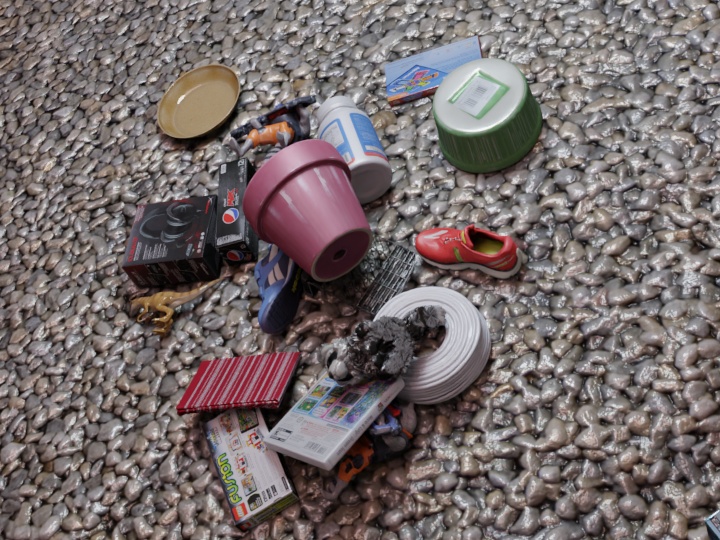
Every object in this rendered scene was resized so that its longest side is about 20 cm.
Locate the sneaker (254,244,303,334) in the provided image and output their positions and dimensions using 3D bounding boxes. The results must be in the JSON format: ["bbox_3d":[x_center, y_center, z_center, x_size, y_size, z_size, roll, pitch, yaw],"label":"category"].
[{"bbox_3d":[-0.152,0.028,1.839,0.081,0.074,0.202,0,50,22],"label":"sneaker"}]

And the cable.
[{"bbox_3d":[0.109,0.116,1.661,0.198,0.070,0.201,-34,49,-2],"label":"cable"}]

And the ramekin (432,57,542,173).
[{"bbox_3d":[0.225,-0.287,1.862,0.196,0.098,0.203,-11,55,16],"label":"ramekin"}]

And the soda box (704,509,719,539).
[{"bbox_3d":[0.528,0.390,1.306,0.068,0.064,0.201,-33,51,0],"label":"soda box"}]

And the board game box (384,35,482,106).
[{"bbox_3d":[0.145,-0.392,2.017,0.196,0.020,0.104,-14,53,15],"label":"board game box"}]

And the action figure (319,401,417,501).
[{"bbox_3d":[0.004,0.265,1.622,0.191,0.106,0.200,-29,22,-5],"label":"action figure"}]

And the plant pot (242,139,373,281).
[{"bbox_3d":[-0.076,-0.090,1.751,0.199,0.200,0.180,-37,63,-3],"label":"plant pot"}]

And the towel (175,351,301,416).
[{"bbox_3d":[-0.208,0.193,1.754,0.196,0.023,0.145,-7,30,18],"label":"towel"}]

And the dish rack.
[{"bbox_3d":[0.000,0.000,1.802,0.198,0.055,0.155,24,72,32],"label":"dish rack"}]

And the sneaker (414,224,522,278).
[{"bbox_3d":[0.179,-0.049,1.734,0.197,0.085,0.078,9,61,28],"label":"sneaker"}]

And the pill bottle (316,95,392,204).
[{"bbox_3d":[-0.018,-0.231,1.924,0.111,0.113,0.202,-24,52,6],"label":"pill bottle"}]

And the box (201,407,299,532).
[{"bbox_3d":[-0.183,0.313,1.686,0.109,0.035,0.202,-30,52,3],"label":"box"}]

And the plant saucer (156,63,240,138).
[{"bbox_3d":[-0.340,-0.353,2.193,0.196,0.036,0.203,-11,54,16],"label":"plant saucer"}]

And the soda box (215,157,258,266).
[{"bbox_3d":[-0.234,-0.113,1.965,0.062,0.071,0.203,-11,55,15],"label":"soda box"}]

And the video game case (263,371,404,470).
[{"bbox_3d":[-0.044,0.225,1.612,0.182,0.024,0.199,-45,23,-23],"label":"video game case"}]

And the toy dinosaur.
[{"bbox_3d":[-0.357,0.061,1.913,0.196,0.061,0.108,-11,53,17],"label":"toy dinosaur"}]

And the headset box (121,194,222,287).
[{"bbox_3d":[-0.362,-0.056,1.979,0.196,0.078,0.151,-5,54,19],"label":"headset box"}]

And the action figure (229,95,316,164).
[{"bbox_3d":[-0.172,-0.253,1.979,0.197,0.106,0.193,-19,11,31],"label":"action figure"}]

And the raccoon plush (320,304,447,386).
[{"bbox_3d":[0.033,0.125,1.612,0.133,0.197,0.099,-23,80,53],"label":"raccoon plush"}]
